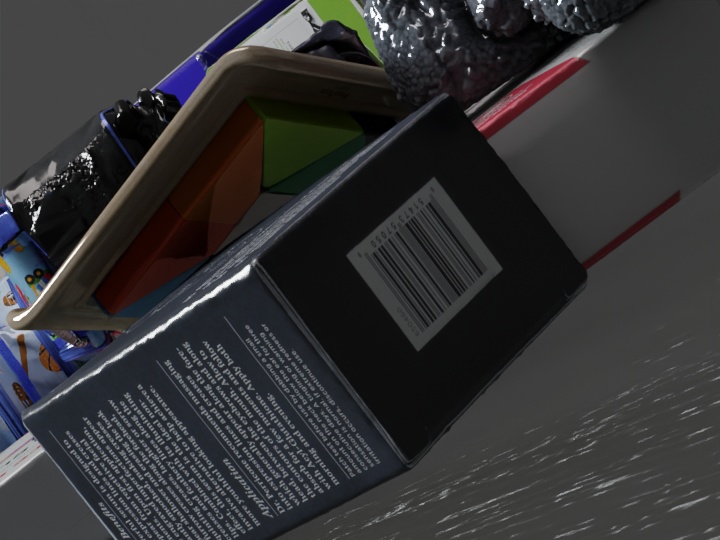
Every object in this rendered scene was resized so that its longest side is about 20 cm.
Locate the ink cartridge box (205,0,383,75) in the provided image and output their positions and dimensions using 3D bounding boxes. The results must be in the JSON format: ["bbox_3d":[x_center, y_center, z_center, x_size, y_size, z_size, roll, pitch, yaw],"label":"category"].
[{"bbox_3d":[0.007,-0.110,1.507,0.076,0.148,0.200,-39,6,-29],"label":"ink cartridge box"}]

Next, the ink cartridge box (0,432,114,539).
[{"bbox_3d":[-0.156,0.127,1.277,0.146,0.083,0.200,-38,5,-5],"label":"ink cartridge box"}]

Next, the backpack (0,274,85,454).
[{"bbox_3d":[-0.221,0.102,1.493,0.154,0.200,0.191,-38,18,6],"label":"backpack"}]

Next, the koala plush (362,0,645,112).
[{"bbox_3d":[0.068,-0.208,1.107,0.184,0.200,0.177,-39,6,-35],"label":"koala plush"}]

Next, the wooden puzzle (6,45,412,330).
[{"bbox_3d":[-0.056,-0.029,1.192,0.200,0.037,0.185,-46,-24,23],"label":"wooden puzzle"}]

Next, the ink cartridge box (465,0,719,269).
[{"bbox_3d":[0.110,-0.068,1.155,0.147,0.086,0.200,-38,6,0],"label":"ink cartridge box"}]

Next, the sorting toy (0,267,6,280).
[{"bbox_3d":[-0.224,0.069,1.726,0.200,0.180,0.107,-39,5,-5],"label":"sorting toy"}]

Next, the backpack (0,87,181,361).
[{"bbox_3d":[-0.119,0.005,1.445,0.134,0.200,0.183,-38,6,5],"label":"backpack"}]

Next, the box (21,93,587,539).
[{"bbox_3d":[-0.027,0.036,1.056,0.200,0.107,0.148,-32,8,48],"label":"box"}]

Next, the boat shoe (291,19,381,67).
[{"bbox_3d":[-0.021,-0.073,1.294,0.093,0.075,0.200,-32,-10,3],"label":"boat shoe"}]

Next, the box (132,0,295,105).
[{"bbox_3d":[-0.054,-0.073,1.688,0.105,0.200,0.184,-41,6,-28],"label":"box"}]
